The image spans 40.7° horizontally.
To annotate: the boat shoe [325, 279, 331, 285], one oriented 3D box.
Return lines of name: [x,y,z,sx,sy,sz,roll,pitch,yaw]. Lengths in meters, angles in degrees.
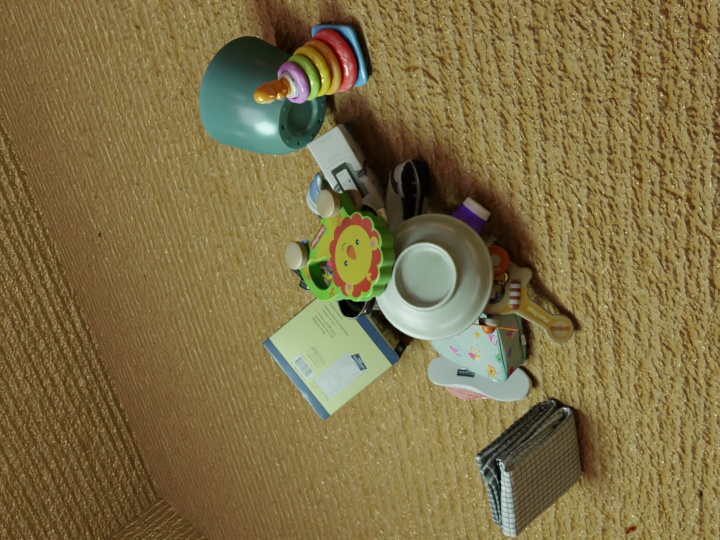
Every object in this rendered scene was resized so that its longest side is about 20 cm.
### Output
boat shoe: [-0.056,0.091,2.076,0.071,0.064,0.201,14,131,50]

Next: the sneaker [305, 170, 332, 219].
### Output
sneaker: [-0.027,-0.109,1.823,0.200,0.076,0.077,39,145,19]

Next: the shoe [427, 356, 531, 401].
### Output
shoe: [0.227,0.203,1.777,0.199,0.072,0.091,7,165,29]

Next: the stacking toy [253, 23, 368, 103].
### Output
stacking toy: [-0.093,-0.317,1.585,0.116,0.200,0.110,16,132,47]

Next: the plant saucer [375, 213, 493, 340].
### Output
plant saucer: [0.107,0.009,1.518,0.200,0.200,0.050,47,-167,15]

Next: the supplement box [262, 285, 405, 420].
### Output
supplement box: [-0.049,0.151,1.942,0.200,0.199,0.134,51,-171,1]

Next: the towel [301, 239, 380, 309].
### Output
towel: [-0.021,0.009,1.902,0.200,0.147,0.024,43,105,24]

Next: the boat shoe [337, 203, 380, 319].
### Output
boat shoe: [0.000,-0.013,1.652,0.073,0.063,0.203,15,116,24]

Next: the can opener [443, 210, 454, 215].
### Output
can opener: [0.136,0.000,1.648,0.067,0.052,0.201,-113,41,-70]

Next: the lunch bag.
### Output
lunch bag: [0.199,0.095,1.693,0.199,0.077,0.161,24,136,43]

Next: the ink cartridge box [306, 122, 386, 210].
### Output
ink cartridge box: [-0.009,-0.155,1.706,0.201,0.068,0.116,60,-169,-7]

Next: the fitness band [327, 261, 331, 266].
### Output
fitness band: [0.000,0.000,1.821,0.143,0.038,0.200,38,-173,10]

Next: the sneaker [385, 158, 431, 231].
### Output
sneaker: [0.079,-0.087,1.652,0.080,0.073,0.201,-176,91,-66]

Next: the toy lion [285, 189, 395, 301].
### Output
toy lion: [-0.025,-0.023,1.582,0.200,0.068,0.192,-55,52,36]

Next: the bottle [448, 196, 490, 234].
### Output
bottle: [0.134,-0.025,1.571,0.083,0.200,0.065,39,-168,21]

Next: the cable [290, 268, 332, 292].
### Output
cable: [-0.096,0.003,1.866,0.097,0.051,0.200,21,-175,5]

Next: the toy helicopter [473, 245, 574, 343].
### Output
toy helicopter: [0.247,0.060,1.554,0.199,0.133,0.079,32,176,7]

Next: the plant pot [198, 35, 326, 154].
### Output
plant pot: [-0.158,-0.297,1.718,0.160,0.200,0.201,25,139,33]

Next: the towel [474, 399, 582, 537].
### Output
towel: [0.292,0.340,1.677,0.085,0.200,0.166,24,137,44]
